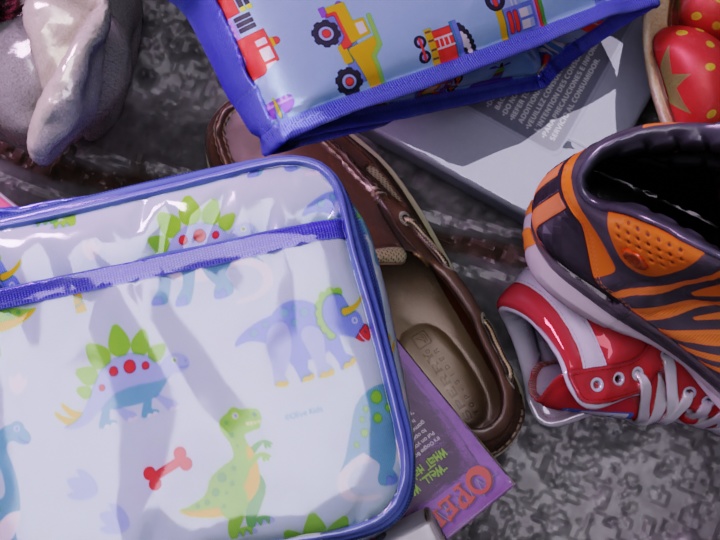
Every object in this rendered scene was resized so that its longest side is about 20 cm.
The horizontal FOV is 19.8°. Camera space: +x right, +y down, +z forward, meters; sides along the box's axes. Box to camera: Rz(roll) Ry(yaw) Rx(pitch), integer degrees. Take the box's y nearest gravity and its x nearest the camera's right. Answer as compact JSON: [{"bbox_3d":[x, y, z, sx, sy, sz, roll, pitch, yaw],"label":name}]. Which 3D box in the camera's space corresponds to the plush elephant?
[{"bbox_3d":[-0.160,-0.116,0.884,0.200,0.165,0.155,-7,89,6],"label":"plush elephant"}]

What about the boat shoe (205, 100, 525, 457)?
[{"bbox_3d":[0.005,-0.004,0.911,0.075,0.075,0.202,-41,84,-5],"label":"boat shoe"}]

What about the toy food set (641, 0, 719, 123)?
[{"bbox_3d":[0.216,-0.091,0.907,0.198,0.049,0.200,47,63,-5],"label":"toy food set"}]

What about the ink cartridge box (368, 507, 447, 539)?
[{"bbox_3d":[-0.036,0.184,0.830,0.200,0.037,0.095,-29,94,2],"label":"ink cartridge box"}]

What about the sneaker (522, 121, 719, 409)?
[{"bbox_3d":[0.163,0.009,0.812,0.200,0.112,0.078,24,70,-3],"label":"sneaker"}]

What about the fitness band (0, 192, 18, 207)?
[{"bbox_3d":[-0.182,0.037,0.896,0.200,0.037,0.144,41,86,7],"label":"fitness band"}]

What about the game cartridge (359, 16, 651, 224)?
[{"bbox_3d":[0.086,-0.128,0.949,0.133,0.042,0.200,29,83,8],"label":"game cartridge"}]

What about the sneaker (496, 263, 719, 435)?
[{"bbox_3d":[0.147,0.054,0.892,0.200,0.071,0.112,44,73,3],"label":"sneaker"}]

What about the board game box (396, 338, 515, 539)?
[{"bbox_3d":[-0.050,0.105,0.858,0.200,0.032,0.120,-39,91,-1],"label":"board game box"}]

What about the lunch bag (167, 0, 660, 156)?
[{"bbox_3d":[-0.001,-0.137,0.843,0.200,0.094,0.151,-19,81,-35],"label":"lunch bag"}]

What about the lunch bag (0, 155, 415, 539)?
[{"bbox_3d":[-0.084,0.044,0.803,0.200,0.082,0.161,-11,82,1],"label":"lunch bag"}]
